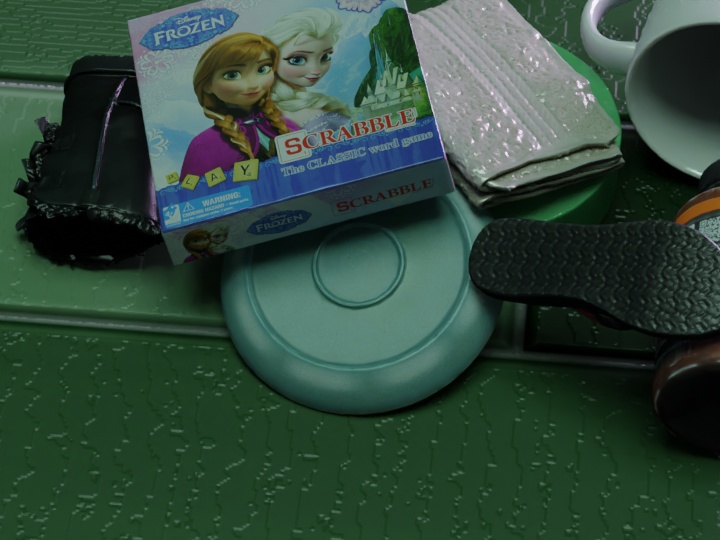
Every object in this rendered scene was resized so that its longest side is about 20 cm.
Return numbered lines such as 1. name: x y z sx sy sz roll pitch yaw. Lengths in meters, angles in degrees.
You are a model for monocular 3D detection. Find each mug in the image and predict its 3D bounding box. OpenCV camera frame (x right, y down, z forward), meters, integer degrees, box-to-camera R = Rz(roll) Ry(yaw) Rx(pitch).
1. mug: 0.258 -0.175 1.840 0.199 0.148 0.176 8 43 18

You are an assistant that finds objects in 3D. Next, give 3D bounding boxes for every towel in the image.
1. towel: 0.088 -0.126 1.791 0.132 0.035 0.200 -17 49 -28

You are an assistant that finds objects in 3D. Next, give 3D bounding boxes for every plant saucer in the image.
1. plant saucer: 0.000 0.000 1.731 0.199 0.027 0.201 -3 67 7

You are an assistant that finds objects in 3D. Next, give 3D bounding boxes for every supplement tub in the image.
1. supplement tub: 0.255 0.017 1.699 0.106 0.107 0.201 7 50 7

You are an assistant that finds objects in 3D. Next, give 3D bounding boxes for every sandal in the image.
1. sandal: 0.165 0.004 1.662 0.199 0.045 0.075 11 73 35

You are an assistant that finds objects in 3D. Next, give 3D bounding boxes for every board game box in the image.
1. board game box: -0.051 -0.115 1.749 0.199 0.041 0.200 -15 52 2

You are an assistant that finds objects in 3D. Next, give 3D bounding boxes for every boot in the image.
1. boot: -0.144 -0.081 1.810 0.197 0.074 0.163 1 47 11

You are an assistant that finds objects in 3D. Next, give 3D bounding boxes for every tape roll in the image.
1. tape roll: 0.088 -0.089 1.829 0.199 0.048 0.201 -1 50 1
